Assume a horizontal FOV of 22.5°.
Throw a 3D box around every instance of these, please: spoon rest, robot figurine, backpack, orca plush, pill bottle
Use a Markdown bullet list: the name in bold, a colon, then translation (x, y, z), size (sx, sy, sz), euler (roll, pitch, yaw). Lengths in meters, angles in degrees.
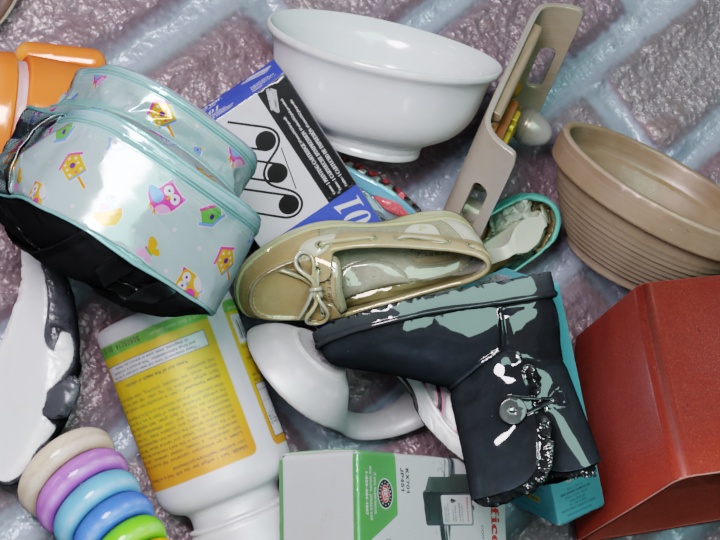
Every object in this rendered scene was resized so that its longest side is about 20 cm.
- **spoon rest**: translation (-0.020, 0.097, 1.449), size (0.200, 0.061, 0.100), euler (23, 26, -45)
- **robot figurine**: translation (-0.238, -0.107, 1.407), size (0.199, 0.117, 0.145), euler (10, 92, -20)
- **backpack**: translation (-0.159, -0.052, 1.273), size (0.176, 0.200, 0.154), euler (37, 86, -24)
- **orca plush**: translation (-0.251, 0.067, 1.410), size (0.105, 0.071, 0.201), euler (-12, 76, 22)
- **pill bottle**: translation (-0.121, 0.123, 1.408), size (0.111, 0.111, 0.201), euler (-20, 87, -23)

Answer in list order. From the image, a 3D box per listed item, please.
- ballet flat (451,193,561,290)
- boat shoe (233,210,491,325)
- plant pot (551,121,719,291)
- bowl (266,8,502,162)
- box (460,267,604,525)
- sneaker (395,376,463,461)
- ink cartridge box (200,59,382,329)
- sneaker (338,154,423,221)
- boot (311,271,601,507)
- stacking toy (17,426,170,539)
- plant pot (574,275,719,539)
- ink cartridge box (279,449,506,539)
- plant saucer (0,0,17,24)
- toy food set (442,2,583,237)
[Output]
- **ballet flat**: translation (0.094, -0.008, 1.540), size (0.200, 0.070, 0.068), euler (-36, 95, -23)
- **boat shoe**: translation (0.001, 0.002, 1.413), size (0.200, 0.063, 0.074), euler (-9, 114, -11)
- **plant pot**: translation (0.243, -0.041, 1.568), size (0.200, 0.201, 0.093), euler (23, 109, -16)
- **bowl**: translation (0.011, -0.147, 1.494), size (0.200, 0.201, 0.091), euler (7, 109, -20)
- **box**: translation (0.143, 0.104, 1.497), size (0.049, 0.082, 0.201), euler (-21, 107, -23)
- **sneaker**: translation (0.079, 0.079, 1.459), size (0.200, 0.080, 0.086), euler (45, 108, 8)
- **ink cartridge box**: translation (-0.051, -0.058, 1.436), size (0.094, 0.044, 0.200), euler (-33, 116, 0)
- **sneaker**: translation (-0.034, -0.052, 1.510), size (0.199, 0.079, 0.096), euler (27, 95, -17)
- **boot**: translation (0.075, 0.101, 1.387), size (0.199, 0.076, 0.169), euler (-11, 84, -4)
- **stacking toy**: translation (-0.167, 0.210, 1.342), size (0.085, 0.086, 0.200), euler (-34, 61, -23)
- **plant pot**: translation (0.288, 0.110, 1.538), size (0.199, 0.200, 0.177), euler (-5, 69, -22)
- **ink cartridge box**: translation (0.030, 0.219, 1.417), size (0.200, 0.083, 0.147), euler (11, 74, -51)
- **plant saucer**: translation (-0.365, -0.257, 1.431), size (0.199, 0.034, 0.201), euler (4, 77, -20)
- **toy food set**: translation (0.129, -0.113, 1.504), size (0.060, 0.144, 0.200), euler (24, 49, 2)
